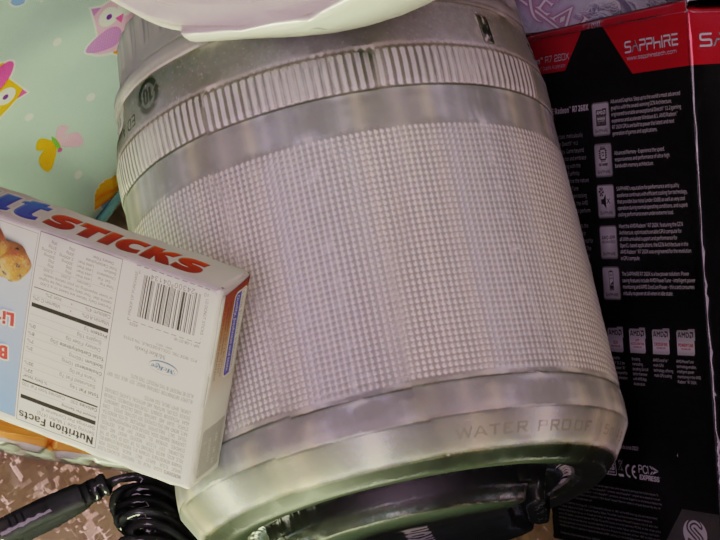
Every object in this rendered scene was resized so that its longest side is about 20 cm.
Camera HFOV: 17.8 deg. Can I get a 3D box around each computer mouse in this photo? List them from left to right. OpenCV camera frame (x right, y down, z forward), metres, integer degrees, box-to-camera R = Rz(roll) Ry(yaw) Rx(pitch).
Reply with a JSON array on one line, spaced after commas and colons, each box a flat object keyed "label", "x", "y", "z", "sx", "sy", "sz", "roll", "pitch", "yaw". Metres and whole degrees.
[{"label": "computer mouse", "x": -0.130, "y": 0.163, "z": 0.907, "sx": 0.200, "sy": 0.046, "sz": 0.140, "roll": -26, "pitch": 123, "yaw": 7}]

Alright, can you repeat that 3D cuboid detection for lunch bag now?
[{"label": "lunch bag", "x": -0.124, "y": -0.097, "z": 0.877, "sx": 0.077, "sy": 0.160, "sz": 0.200, "roll": 43, "pitch": 99, "yaw": 34}]

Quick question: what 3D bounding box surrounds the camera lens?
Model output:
[{"label": "camera lens", "x": 0.000, "y": 0.000, "z": 0.821, "sx": 0.160, "sy": 0.160, "sz": 0.200, "roll": -14, "pitch": 74, "yaw": 7}]

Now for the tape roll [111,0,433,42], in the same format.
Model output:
[{"label": "tape roll", "x": -0.027, "y": -0.173, "z": 0.716, "sx": 0.202, "sy": 0.071, "sz": 0.203, "roll": 3, "pitch": 98, "yaw": 23}]

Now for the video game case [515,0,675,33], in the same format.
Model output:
[{"label": "video game case", "x": 0.082, "y": -0.050, "z": 0.920, "sx": 0.143, "sy": 0.019, "sz": 0.200, "roll": 38, "pitch": 97, "yaw": 4}]

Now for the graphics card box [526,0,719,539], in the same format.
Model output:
[{"label": "graphics card box", "x": 0.113, "y": 0.005, "z": 0.845, "sx": 0.051, "sy": 0.125, "sz": 0.200, "roll": -4, "pitch": 91, "yaw": -25}]

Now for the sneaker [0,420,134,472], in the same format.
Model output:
[{"label": "sneaker", "x": -0.093, "y": 0.043, "z": 0.921, "sx": 0.200, "sy": 0.078, "sz": 0.077, "roll": 7, "pitch": 84, "yaw": 1}]

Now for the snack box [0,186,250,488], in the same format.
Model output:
[{"label": "snack box", "x": -0.133, "y": 0.006, "z": 0.759, "sx": 0.200, "sy": 0.024, "sz": 0.072, "roll": 19, "pitch": 114, "yaw": 19}]
